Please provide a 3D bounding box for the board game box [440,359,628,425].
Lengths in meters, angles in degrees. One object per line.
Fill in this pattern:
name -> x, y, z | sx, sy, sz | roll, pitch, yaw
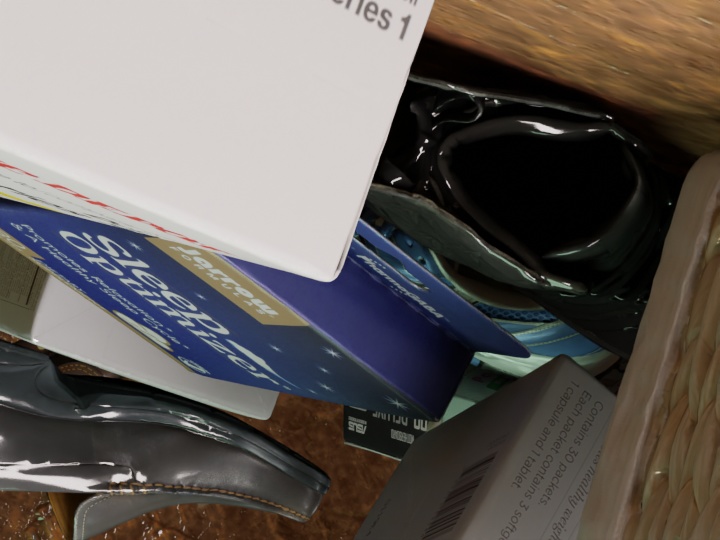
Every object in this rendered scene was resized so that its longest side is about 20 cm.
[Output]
board game box -> 0.150, 0.069, 0.886 | 0.200, 0.064, 0.147 | 18, -149, 28

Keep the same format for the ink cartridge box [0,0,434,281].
ink cartridge box -> -0.104, -0.070, 0.514 | 0.200, 0.084, 0.145 | 14, 174, 42

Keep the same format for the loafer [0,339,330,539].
loafer -> -0.110, 0.078, 0.975 | 0.200, 0.072, 0.073 | 18, 176, -17

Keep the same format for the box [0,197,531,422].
box -> -0.046, 0.001, 0.770 | 0.121, 0.032, 0.200 | 37, 162, -29

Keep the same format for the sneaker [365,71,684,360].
sneaker -> 0.064, -0.013, 0.687 | 0.199, 0.060, 0.104 | 23, 179, -15

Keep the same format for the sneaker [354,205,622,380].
sneaker -> 0.009, -0.022, 0.843 | 0.199, 0.076, 0.077 | 16, 157, 1

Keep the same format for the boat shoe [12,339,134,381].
boat shoe -> -0.076, 0.016, 1.113 | 0.070, 0.200, 0.070 | 62, -177, 20

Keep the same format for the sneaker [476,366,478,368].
sneaker -> 0.092, 0.022, 1.076 | 0.087, 0.074, 0.200 | 8, -179, 7

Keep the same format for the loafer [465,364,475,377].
loafer -> 0.000, 0.000, 0.975 | 0.070, 0.070, 0.200 | 15, -173, -22

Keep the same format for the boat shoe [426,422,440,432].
boat shoe -> 0.133, 0.070, 1.171 | 0.200, 0.070, 0.071 | -7, 176, -21

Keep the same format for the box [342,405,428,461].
box -> 0.113, 0.077, 1.294 | 0.199, 0.050, 0.158 | -2, -174, -27

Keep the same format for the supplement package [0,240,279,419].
supplement package -> -0.108, -0.020, 0.985 | 0.109, 0.114, 0.200 | 21, 177, -29

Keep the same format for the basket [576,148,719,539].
basket -> 0.174, 0.083, 0.583 | 0.198, 0.201, 0.161 | 20, 170, -21

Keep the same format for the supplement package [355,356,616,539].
supplement package -> 0.092, 0.142, 0.761 | 0.200, 0.114, 0.110 | 38, 150, -9
